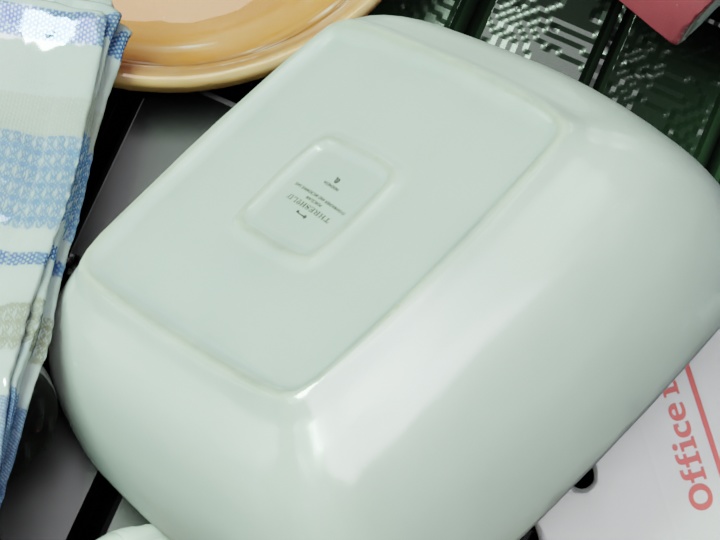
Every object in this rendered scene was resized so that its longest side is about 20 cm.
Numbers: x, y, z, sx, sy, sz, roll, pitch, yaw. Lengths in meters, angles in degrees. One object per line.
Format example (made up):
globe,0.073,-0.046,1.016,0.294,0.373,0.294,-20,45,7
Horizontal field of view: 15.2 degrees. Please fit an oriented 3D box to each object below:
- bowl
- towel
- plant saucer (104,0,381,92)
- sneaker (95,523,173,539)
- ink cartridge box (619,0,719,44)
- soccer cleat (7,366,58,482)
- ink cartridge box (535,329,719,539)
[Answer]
bowl,0.000,0.000,0.859,0.200,0.075,0.200,-43,40,-14
towel,-0.164,-0.019,0.867,0.147,0.024,0.200,12,59,-2
plant saucer,-0.069,-0.156,0.968,0.200,0.037,0.200,1,76,-5
sneaker,-0.132,0.149,0.870,0.200,0.077,0.082,-21,85,-8
ink cartridge box,0.085,-0.203,0.943,0.200,0.085,0.146,38,66,-1
soccer cleat,-0.196,0.075,0.895,0.200,0.068,0.073,-35,48,-1
ink cartridge box,0.141,0.039,0.917,0.200,0.068,0.115,-15,78,-8
